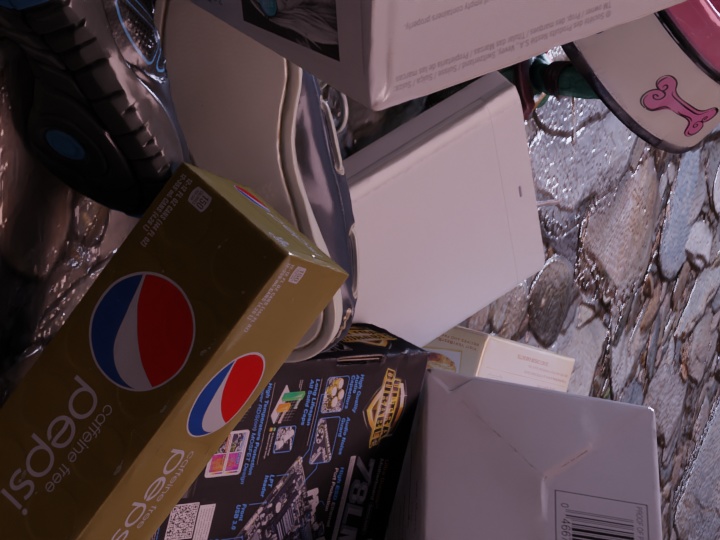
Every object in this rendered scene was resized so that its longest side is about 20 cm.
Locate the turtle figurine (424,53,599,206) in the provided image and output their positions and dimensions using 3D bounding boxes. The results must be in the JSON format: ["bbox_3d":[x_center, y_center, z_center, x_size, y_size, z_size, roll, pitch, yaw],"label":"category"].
[{"bbox_3d":[0.076,-0.080,1.545,0.150,0.101,0.200,-42,175,35],"label":"turtle figurine"}]

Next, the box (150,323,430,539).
[{"bbox_3d":[-0.065,0.127,1.335,0.198,0.050,0.201,-4,112,-50],"label":"box"}]

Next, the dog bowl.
[{"bbox_3d":[0.155,-0.167,1.496,0.200,0.074,0.201,42,32,-34],"label":"dog bowl"}]

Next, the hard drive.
[{"bbox_3d":[0.000,0.000,1.395,0.200,0.026,0.132,-32,139,-18],"label":"hard drive"}]

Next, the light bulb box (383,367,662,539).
[{"bbox_3d":[0.064,0.193,1.399,0.199,0.124,0.200,-87,-170,-45],"label":"light bulb box"}]

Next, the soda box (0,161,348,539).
[{"bbox_3d":[-0.098,0.057,1.191,0.200,0.068,0.064,-53,157,9],"label":"soda box"}]

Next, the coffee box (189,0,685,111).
[{"bbox_3d":[0.025,-0.215,1.164,0.199,0.198,0.201,-20,125,-31],"label":"coffee box"}]

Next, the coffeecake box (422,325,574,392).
[{"bbox_3d":[0.043,0.132,1.614,0.153,0.073,0.201,17,88,-67],"label":"coffeecake box"}]

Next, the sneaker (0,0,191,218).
[{"bbox_3d":[-0.103,-0.097,1.171,0.082,0.073,0.200,-62,154,-29],"label":"sneaker"}]

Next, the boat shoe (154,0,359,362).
[{"bbox_3d":[-0.041,-0.060,1.291,0.062,0.075,0.201,-34,107,-69],"label":"boat shoe"}]
